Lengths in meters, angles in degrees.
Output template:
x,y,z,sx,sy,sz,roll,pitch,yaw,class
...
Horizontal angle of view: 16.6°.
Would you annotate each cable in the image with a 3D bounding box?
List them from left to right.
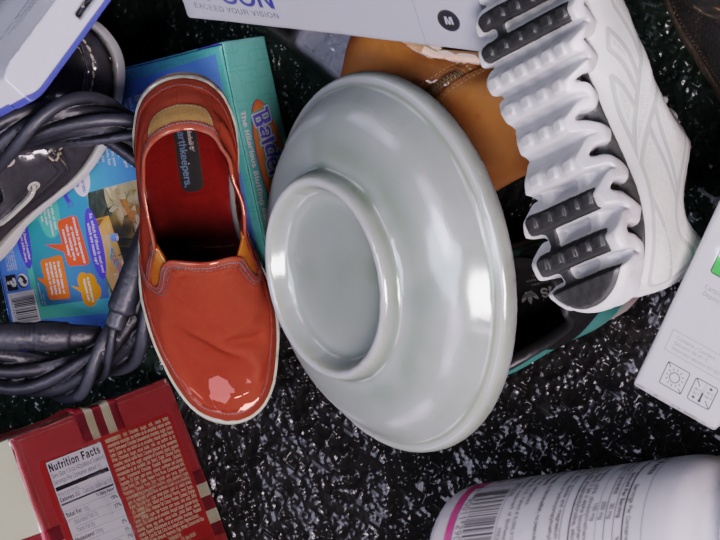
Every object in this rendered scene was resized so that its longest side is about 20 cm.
x,y,z,sx,sy,sz,roll,pitch,yaw,class
-0.167,-0.011,1.362,0.200,0.051,0.163,-32,105,17,cable

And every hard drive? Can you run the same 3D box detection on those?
x,y,z,sx,sy,sz,roll,pitch,yaw,class
-0.196,-0.126,1.363,0.025,0.132,0.200,42,152,-19,hard drive

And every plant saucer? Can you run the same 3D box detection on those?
x,y,z,sx,sy,sz,roll,pitch,yaw,class
0.000,0.000,1.265,0.200,0.050,0.201,23,119,49,plant saucer

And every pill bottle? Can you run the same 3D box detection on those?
x,y,z,sx,sy,sz,roll,pitch,yaw,class
0.143,0.154,1.245,0.199,0.113,0.114,-11,94,34,pill bottle

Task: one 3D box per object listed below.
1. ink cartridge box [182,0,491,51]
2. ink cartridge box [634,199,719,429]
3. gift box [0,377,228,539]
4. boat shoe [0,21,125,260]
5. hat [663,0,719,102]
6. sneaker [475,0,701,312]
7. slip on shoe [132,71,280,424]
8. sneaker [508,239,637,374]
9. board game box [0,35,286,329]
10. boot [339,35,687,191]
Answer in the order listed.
x,y,z,sx,sy,sz,roll,pitch,yaw,class
-0.029,-0.206,1.205,0.199,0.041,0.200,10,133,35,ink cartridge box
0.205,-0.031,1.169,0.050,0.109,0.200,29,114,18,ink cartridge box
-0.196,0.190,1.431,0.186,0.184,0.201,-19,86,32,gift box
-0.208,-0.064,1.404,0.200,0.060,0.074,-44,73,31,boat shoe
0.163,-0.162,1.131,0.200,0.081,0.201,180,90,-67,hat
0.111,-0.082,1.165,0.075,0.081,0.201,-15,85,53,sneaker
-0.085,-0.004,1.316,0.074,0.061,0.201,-6,114,0,slip on shoe
0.049,0.027,1.298,0.200,0.080,0.072,-24,89,34,sneaker
-0.129,-0.041,1.422,0.199,0.045,0.153,-9,94,34,board game box
0.067,-0.059,1.282,0.200,0.074,0.155,46,123,24,boot
